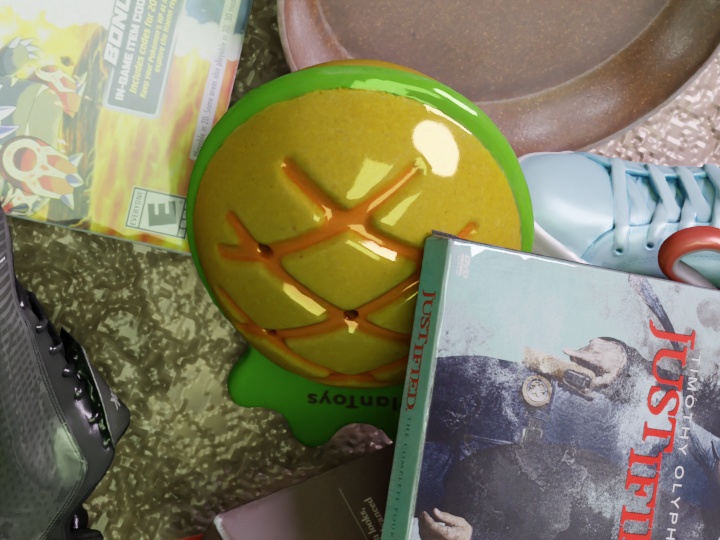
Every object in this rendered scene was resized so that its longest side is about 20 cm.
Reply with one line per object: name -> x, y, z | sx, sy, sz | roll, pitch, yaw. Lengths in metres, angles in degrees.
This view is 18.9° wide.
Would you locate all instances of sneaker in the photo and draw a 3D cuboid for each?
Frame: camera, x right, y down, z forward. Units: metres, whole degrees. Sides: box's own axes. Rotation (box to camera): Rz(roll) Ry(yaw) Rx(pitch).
sneaker -> 0.152, -0.024, 0.908 | 0.200, 0.074, 0.082 | 12, 139, -24
sneaker -> -0.137, 0.043, 0.863 | 0.090, 0.066, 0.200 | -8, 118, -22

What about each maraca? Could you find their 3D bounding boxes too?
maraca -> 0.000, 0.000, 0.865 | 0.137, 0.107, 0.200 | 4, 132, 6

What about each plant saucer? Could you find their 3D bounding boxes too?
plant saucer -> 0.062, -0.125, 0.865 | 0.200, 0.035, 0.200 | -9, 135, -9

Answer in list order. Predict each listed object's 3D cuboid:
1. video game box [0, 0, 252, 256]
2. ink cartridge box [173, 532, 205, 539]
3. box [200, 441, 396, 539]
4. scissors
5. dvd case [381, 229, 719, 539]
video game box -> -0.133, -0.122, 0.856 | 0.182, 0.047, 0.200 | 12, 96, -12
ink cartridge box -> 0.021, 0.190, 0.882 | 0.162, 0.050, 0.200 | -10, 83, -23
box -> 0.039, 0.119, 0.873 | 0.200, 0.075, 0.100 | -19, 70, -29
scissors -> 0.175, 0.046, 0.922 | 0.073, 0.014, 0.200 | -34, 128, 24
dvd case -> 0.102, 0.073, 0.834 | 0.200, 0.022, 0.146 | 11, 86, -31
